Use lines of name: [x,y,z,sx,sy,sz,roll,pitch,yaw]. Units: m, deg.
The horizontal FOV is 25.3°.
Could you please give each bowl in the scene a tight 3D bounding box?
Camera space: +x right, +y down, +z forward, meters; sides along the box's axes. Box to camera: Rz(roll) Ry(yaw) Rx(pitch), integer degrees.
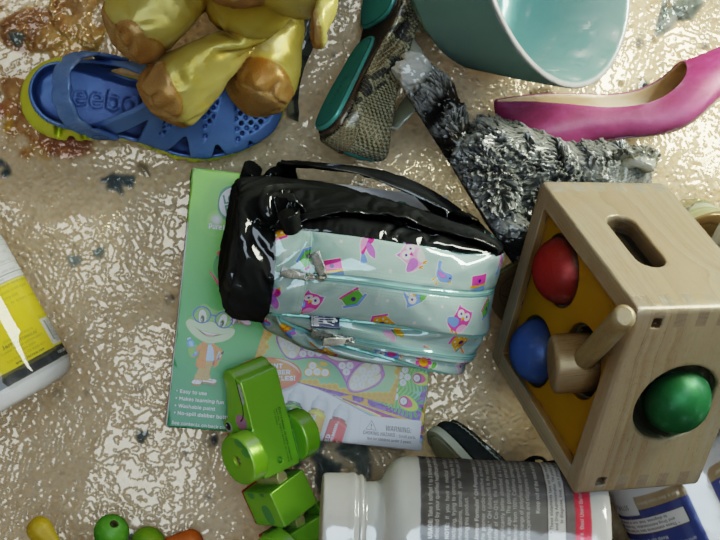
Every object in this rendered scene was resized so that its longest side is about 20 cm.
bowl: [0.107,-0.227,1.196,0.200,0.105,0.202,9,78,-48]

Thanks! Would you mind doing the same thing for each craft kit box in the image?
craft kit box: [-0.041,0.030,1.228,0.199,0.049,0.199,5,85,-6]

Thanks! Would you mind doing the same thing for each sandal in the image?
sandal: [-0.155,-0.125,1.198,0.199,0.087,0.080,0,86,-8]

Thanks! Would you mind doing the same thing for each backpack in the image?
backpack: [0.000,0.000,1.147,0.199,0.167,0.127,11,107,-9]

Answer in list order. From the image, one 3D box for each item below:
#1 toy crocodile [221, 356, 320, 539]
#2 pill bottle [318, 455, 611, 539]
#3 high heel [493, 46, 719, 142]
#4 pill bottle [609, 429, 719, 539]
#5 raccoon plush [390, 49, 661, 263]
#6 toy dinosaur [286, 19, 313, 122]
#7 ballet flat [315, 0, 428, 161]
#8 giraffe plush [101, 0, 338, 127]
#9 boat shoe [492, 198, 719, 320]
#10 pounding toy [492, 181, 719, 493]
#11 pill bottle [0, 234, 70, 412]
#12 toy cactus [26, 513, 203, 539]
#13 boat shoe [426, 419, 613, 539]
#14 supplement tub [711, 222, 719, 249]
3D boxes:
toy crocodile: [-0.062,0.162,1.183,0.067,0.062,0.201,-26,105,-40]
pill bottle: [0.070,0.188,1.132,0.199,0.111,0.111,3,88,-3]
high heel: [0.204,-0.142,1.248,0.200,0.067,0.096,-33,102,7]
pill bottle: [0.275,0.226,1.222,0.111,0.111,0.201,-25,91,-6]
raccoon plush: [0.130,-0.100,1.177,0.134,0.097,0.200,-33,112,4]
toy dinosaur: [-0.047,-0.224,1.232,0.088,0.047,0.201,24,91,-10]
ballet flat: [0.027,-0.174,1.228,0.075,0.068,0.201,24,74,-24]
giraffe plush: [-0.067,-0.200,1.107,0.199,0.162,0.173,-27,96,-21]
boat shoe: [0.193,-0.006,1.252,0.199,0.063,0.074,-14,116,-4]
pounding toy: [0.172,0.045,1.094,0.141,0.200,0.185,-1,125,-21]
pill bottle: [-0.303,0.013,1.164,0.112,0.112,0.201,-30,91,-6]
toy cactus: [-0.184,0.265,1.188,0.199,0.102,0.166,5,98,-16]
boat shoe: [0.137,0.177,1.229,0.199,0.075,0.066,45,75,2]
supplement tub: [0.322,0.026,1.171,0.144,0.200,0.146,-4,58,7]
